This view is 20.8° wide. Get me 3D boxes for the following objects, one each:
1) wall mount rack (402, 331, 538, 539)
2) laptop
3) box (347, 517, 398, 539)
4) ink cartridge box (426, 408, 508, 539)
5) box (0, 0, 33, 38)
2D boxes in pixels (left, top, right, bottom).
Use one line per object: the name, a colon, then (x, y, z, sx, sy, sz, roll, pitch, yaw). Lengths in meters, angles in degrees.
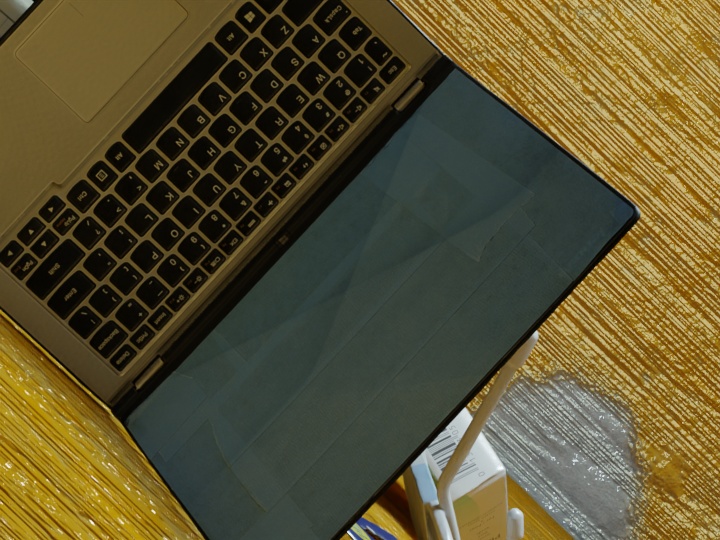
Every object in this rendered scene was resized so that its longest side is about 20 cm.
wall mount rack: (0.060, 0.099, 1.041, 0.200, 0.074, 0.175, -115, -167, -71)
laptop: (-0.045, -0.026, 0.696, 0.200, 0.187, 0.116, 44, 0, -9)
box: (0.053, 0.174, 0.772, 0.200, 0.032, 0.121, 46, 1, 24)
ink cartridge box: (0.045, 0.132, 1.336, 0.161, 0.050, 0.200, 57, -15, 32)
box: (-0.163, -0.076, 0.800, 0.078, 0.095, 0.200, 44, -1, 40)
